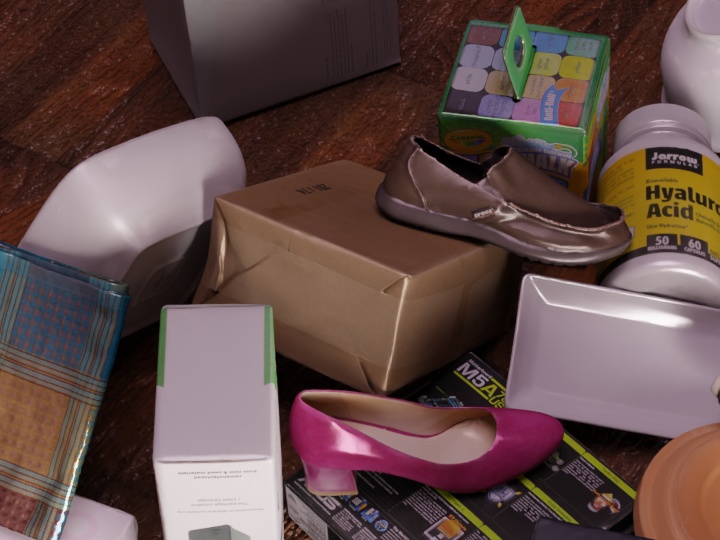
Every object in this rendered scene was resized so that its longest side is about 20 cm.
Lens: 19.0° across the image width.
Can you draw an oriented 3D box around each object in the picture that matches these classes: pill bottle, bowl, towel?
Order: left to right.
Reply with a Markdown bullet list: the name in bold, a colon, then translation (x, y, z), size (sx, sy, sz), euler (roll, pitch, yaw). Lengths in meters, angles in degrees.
- **towel**: translation (-0.257, 0.086, 1.582), size (0.147, 0.022, 0.200), euler (17, 91, 21)
- **bowl**: translation (-0.177, -0.018, 1.673), size (0.075, 0.200, 0.200), euler (45, 36, 15)
- **pill bottle**: translation (0.245, -0.038, 1.737), size (0.111, 0.111, 0.200), euler (0, 47, 5)
- **bowl**: translation (0.339, -0.203, 1.848), size (0.201, 0.090, 0.201), euler (-19, 41, 18)

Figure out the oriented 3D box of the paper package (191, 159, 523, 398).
- **paper package**: translation (0.000, 0.000, 1.676), size (0.190, 0.104, 0.200), euler (22, 23, 24)

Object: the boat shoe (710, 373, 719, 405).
- **boat shoe**: translation (0.348, 0.082, 1.633), size (0.200, 0.067, 0.057), euler (-15, 60, -37)

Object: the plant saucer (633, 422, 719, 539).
- **plant saucer**: translation (0.297, 0.187, 1.549), size (0.200, 0.032, 0.200), euler (7, 46, -8)

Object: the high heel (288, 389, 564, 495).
- **high heel**: translation (0.048, 0.111, 1.565), size (0.200, 0.096, 0.067), euler (-4, 46, 2)

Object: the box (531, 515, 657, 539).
- **box**: translation (0.196, 0.276, 1.390), size (0.198, 0.200, 0.123), euler (10, 49, 13)

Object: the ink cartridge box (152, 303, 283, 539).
- **ink cartridge box**: translation (-0.099, 0.142, 1.539), size (0.084, 0.200, 0.146), euler (-2, 47, -1)

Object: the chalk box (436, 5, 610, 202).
- **chalk box**: translation (0.137, -0.122, 1.762), size (0.124, 0.200, 0.125), euler (9, 49, 13)

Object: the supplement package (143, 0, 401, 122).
- **supplement package**: translation (-0.086, -0.267, 1.920), size (0.200, 0.191, 0.147), euler (-20, 48, -14)

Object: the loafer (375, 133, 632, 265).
- **loafer**: translation (0.114, -0.056, 1.643), size (0.200, 0.071, 0.073), euler (12, 21, -2)

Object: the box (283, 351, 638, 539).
- **box**: translation (0.077, 0.175, 1.599), size (0.193, 0.048, 0.200), euler (-32, 52, -26)

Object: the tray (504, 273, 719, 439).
- **tray**: translation (0.212, 0.072, 1.650), size (0.200, 0.022, 0.108), euler (11, 78, -6)

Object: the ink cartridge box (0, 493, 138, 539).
- **ink cartridge box**: translation (-0.278, 0.238, 1.568), size (0.162, 0.057, 0.200), euler (17, 46, 19)
